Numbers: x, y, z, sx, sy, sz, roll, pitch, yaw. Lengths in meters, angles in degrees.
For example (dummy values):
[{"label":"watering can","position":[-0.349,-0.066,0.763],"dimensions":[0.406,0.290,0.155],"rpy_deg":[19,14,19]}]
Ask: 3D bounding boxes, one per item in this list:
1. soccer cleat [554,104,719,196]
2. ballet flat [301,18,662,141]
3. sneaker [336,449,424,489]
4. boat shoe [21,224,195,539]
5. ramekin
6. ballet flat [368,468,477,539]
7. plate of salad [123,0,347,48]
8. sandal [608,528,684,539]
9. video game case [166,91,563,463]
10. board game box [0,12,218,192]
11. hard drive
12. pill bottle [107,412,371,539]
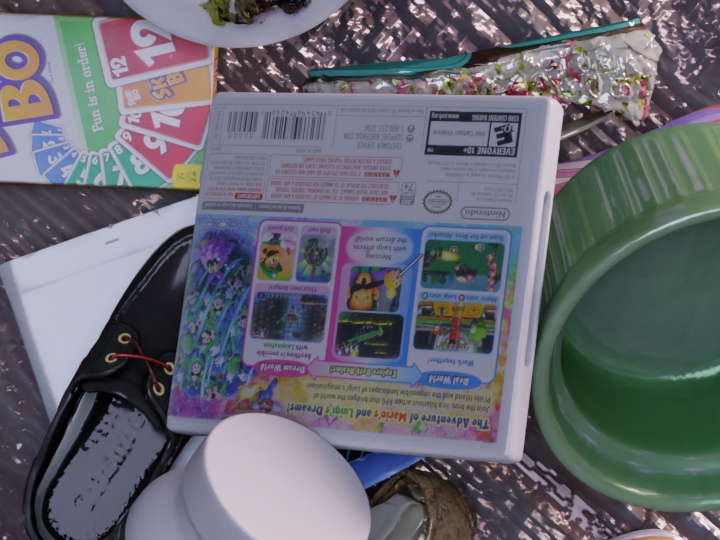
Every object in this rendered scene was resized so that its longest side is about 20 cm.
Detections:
[{"label":"soccer cleat","position":[0.138,-0.037,1.289],"dimensions":[0.199,0.076,0.067],"rpy_deg":[-23,89,1]},{"label":"ballet flat","position":[0.069,-0.093,1.295],"dimensions":[0.199,0.076,0.064],"rpy_deg":[-8,97,3]},{"label":"sneaker","position":[0.011,0.069,1.277],"dimensions":[0.199,0.070,0.078],"rpy_deg":[-27,90,-18]},{"label":"boat shoe","position":[-0.117,0.067,1.265],"dimensions":[0.073,0.063,0.202],"rpy_deg":[26,82,3]},{"label":"ramekin","position":[0.178,0.020,1.236],"dimensions":[0.198,0.098,0.201],"rpy_deg":[-5,127,-6]},{"label":"ballet flat","position":[-0.013,0.188,1.266],"dimensions":[0.070,0.065,0.201],"rpy_deg":[17,66,43]},{"label":"plate of salad","position":[-0.073,-0.216,1.236],"dimensions":[0.199,0.048,0.202],"rpy_deg":[4,102,21]},{"label":"sandal","position":[0.102,0.206,1.280],"dimensions":[0.206,0.059,0.080],"rpy_deg":[-22,86,-13]},{"label":"video game case","position":[0.000,0.000,1.208],"dimensions":[0.199,0.024,0.183],"rpy_deg":[3,80,27]},{"label":"board game box","position":[-0.181,-0.095,1.323],"dimensions":[0.198,0.030,0.096],"rpy_deg":[2,89,4]},{"label":"hard drive","position":[-0.107,0.071,1.308],"dimensions":[0.131,0.026,0.201],"rpy_deg":[-19,85,-4]},{"label":"pill bottle","position":[-0.084,0.172,1.199],"dimensions":[0.116,0.116,0.200],"rpy_deg":[37,124,1]}]
